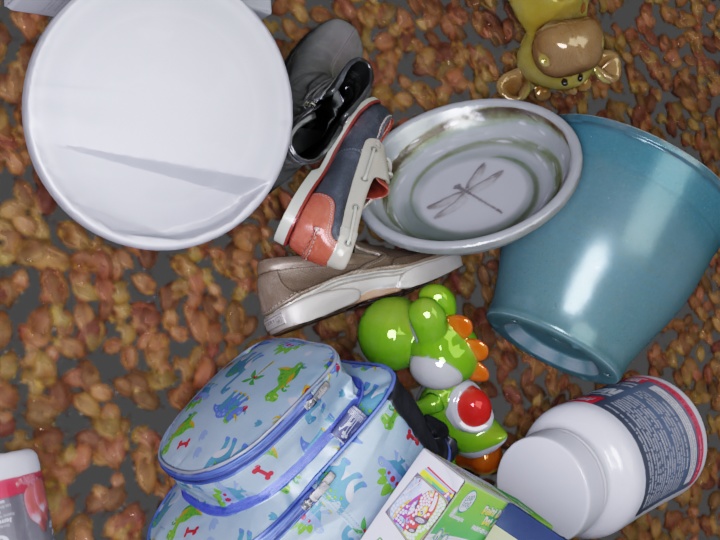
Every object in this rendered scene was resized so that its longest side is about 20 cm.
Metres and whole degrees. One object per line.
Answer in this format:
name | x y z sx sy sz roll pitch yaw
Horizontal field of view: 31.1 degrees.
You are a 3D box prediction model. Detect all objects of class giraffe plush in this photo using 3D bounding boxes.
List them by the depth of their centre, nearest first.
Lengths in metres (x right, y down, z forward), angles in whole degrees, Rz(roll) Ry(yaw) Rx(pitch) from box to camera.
giraffe plush | 0.182 -0.248 1.246 0.200 0.171 0.163 -23 105 -70

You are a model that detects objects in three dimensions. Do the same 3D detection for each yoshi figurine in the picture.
yoshi figurine | 0.052 0.094 1.078 0.111 0.113 0.201 -13 122 -2

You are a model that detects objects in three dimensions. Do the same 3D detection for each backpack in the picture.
backpack | -0.062 0.151 0.944 0.147 0.183 0.200 48 68 -23

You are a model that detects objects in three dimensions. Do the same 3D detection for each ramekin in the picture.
ramekin | -0.158 -0.117 0.970 0.201 0.094 0.204 -1 92 -23

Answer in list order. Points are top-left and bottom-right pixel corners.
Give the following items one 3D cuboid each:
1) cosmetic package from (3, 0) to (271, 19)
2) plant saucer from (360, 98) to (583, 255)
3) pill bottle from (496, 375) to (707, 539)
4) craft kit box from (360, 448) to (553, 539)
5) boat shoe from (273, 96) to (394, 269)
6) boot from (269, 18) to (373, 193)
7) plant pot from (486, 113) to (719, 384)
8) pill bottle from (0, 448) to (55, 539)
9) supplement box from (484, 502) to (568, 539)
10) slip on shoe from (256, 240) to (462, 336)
cosmetic package | -0.174 -0.256 1.028 0.199 0.081 0.114 5 76 -35
plant saucer | 0.096 -0.071 1.123 0.200 0.199 0.050 -51 140 -32
pill bottle | 0.211 0.168 1.138 0.199 0.119 0.120 -11 85 -51
craft kit box | 0.041 0.238 0.930 0.198 0.048 0.200 -53 148 -1
boat shoe | -0.007 -0.074 1.077 0.062 0.071 0.200 26 42 3
boot | -0.025 -0.146 1.071 0.068 0.130 0.201 40 59 -19
plant pot | 0.212 -0.008 1.175 0.200 0.200 0.189 33 77 -24
pill bottle | -0.246 0.225 0.842 0.110 0.110 0.202 -9 84 -35
supplement box | 0.135 0.308 0.941 0.200 0.134 0.200 -56 147 -6
slip on shoe | 0.000 0.000 1.093 0.199 0.076 0.061 -17 83 -29
